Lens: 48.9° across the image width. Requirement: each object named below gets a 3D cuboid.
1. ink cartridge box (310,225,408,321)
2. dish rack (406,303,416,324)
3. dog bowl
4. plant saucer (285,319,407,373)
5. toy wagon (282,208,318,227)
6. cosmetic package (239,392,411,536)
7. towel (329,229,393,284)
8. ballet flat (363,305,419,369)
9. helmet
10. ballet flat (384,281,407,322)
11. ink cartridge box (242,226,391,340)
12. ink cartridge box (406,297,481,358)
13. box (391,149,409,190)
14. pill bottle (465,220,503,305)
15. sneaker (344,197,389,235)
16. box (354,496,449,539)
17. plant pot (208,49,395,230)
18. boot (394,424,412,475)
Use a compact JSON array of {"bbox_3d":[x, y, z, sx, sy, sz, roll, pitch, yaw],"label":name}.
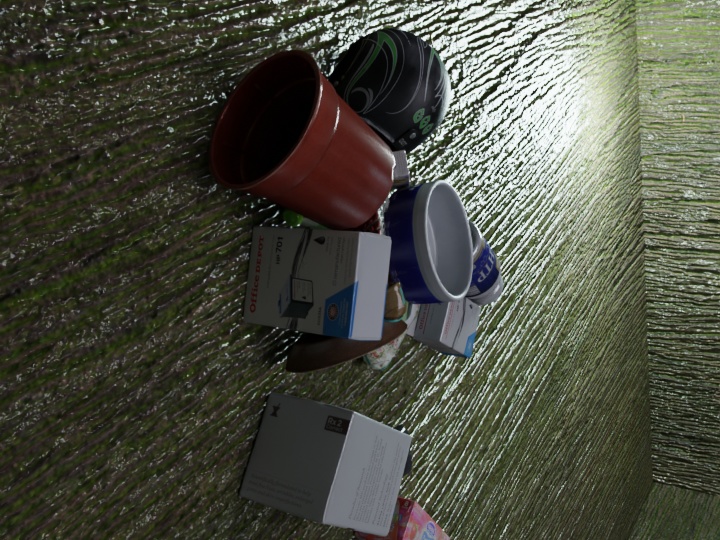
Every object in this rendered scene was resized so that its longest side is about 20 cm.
[{"bbox_3d":[0.000,0.000,1.311,0.200,0.048,0.146,19,77,-38],"label":"ink cartridge box"},{"bbox_3d":[0.037,-0.012,1.395,0.171,0.043,0.201,21,76,-35],"label":"dish rack"},{"bbox_3d":[0.115,-0.045,1.312,0.200,0.079,0.201,23,63,-57],"label":"dog bowl"},{"bbox_3d":[-0.027,0.102,1.218,0.200,0.200,0.037,-27,100,-52],"label":"plant saucer"},{"bbox_3d":[-0.086,-0.170,1.220,0.155,0.039,0.201,-49,132,-42],"label":"toy wagon"},{"bbox_3d":[-0.049,0.302,1.232,0.200,0.164,0.166,35,66,-52],"label":"cosmetic package"},{"bbox_3d":[0.010,-0.067,1.271,0.144,0.023,0.201,-26,104,-43],"label":"towel"},{"bbox_3d":[0.057,0.091,1.453,0.064,0.075,0.200,49,49,-28],"label":"ballet flat"},{"bbox_3d":[0.051,-0.296,1.293,0.191,0.200,0.200,-58,141,-9],"label":"helmet"},{"bbox_3d":[-0.022,0.024,1.195,0.068,0.199,0.073,-33,128,-55],"label":"ballet flat"},{"bbox_3d":[-0.064,0.016,1.134,0.086,0.199,0.147,7,88,-55],"label":"ink cartridge box"},{"bbox_3d":[0.172,0.102,1.630,0.200,0.067,0.116,30,70,-55],"label":"ink cartridge box"},{"bbox_3d":[0.056,-0.156,1.251,0.200,0.039,0.042,-24,105,-86],"label":"box"},{"bbox_3d":[0.225,-0.010,1.649,0.200,0.119,0.120,46,57,-50],"label":"pill bottle"},{"bbox_3d":[0.015,-0.091,1.193,0.082,0.078,0.201,21,55,-46],"label":"sneaker"},{"bbox_3d":[0.084,0.513,1.524,0.200,0.102,0.095,55,51,-44],"label":"box"},{"bbox_3d":[-0.066,-0.159,1.076,0.195,0.200,0.201,30,69,-44],"label":"plant pot"},{"bbox_3d":[0.033,0.322,1.448,0.200,0.065,0.166,-8,110,-53],"label":"boot"}]
